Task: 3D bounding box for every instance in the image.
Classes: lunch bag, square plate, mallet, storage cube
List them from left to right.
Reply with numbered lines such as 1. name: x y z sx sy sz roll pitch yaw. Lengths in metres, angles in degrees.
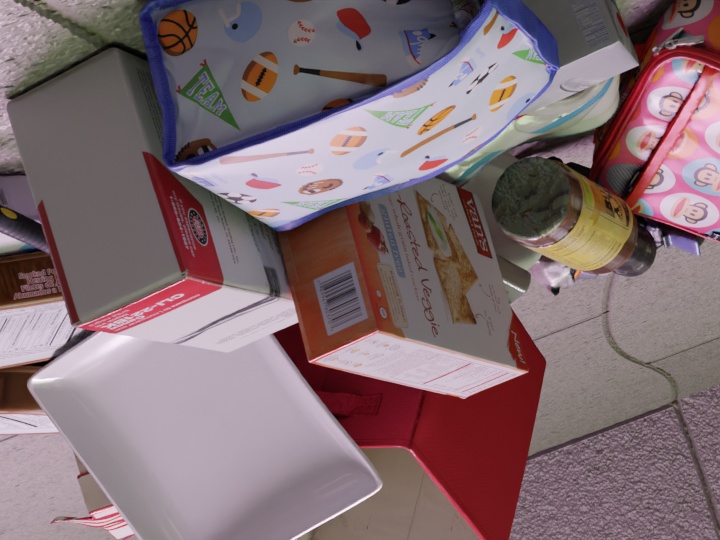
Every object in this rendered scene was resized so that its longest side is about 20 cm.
1. mallet: -0.224 -0.029 1.180 0.041 0.066 0.200 -28 153 14
2. square plate: -0.107 0.107 1.376 0.200 0.198 0.028 -34 -177 31
3. lunch bag: 0.002 -0.115 1.125 0.199 0.124 0.170 -16 167 16
4. storage cube: 0.017 0.099 1.477 0.171 0.180 0.200 -3 144 29
5. lunch bag: 0.249 -0.111 1.450 0.176 0.082 0.200 19 147 -2

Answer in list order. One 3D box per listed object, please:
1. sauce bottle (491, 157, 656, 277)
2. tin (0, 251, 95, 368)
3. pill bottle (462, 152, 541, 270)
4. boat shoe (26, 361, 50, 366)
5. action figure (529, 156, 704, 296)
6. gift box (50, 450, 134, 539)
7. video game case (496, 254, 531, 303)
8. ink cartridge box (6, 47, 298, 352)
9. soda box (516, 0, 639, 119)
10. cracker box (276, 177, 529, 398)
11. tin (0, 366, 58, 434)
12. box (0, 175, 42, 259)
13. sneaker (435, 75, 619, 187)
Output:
1. sauce bottle: 0.161 -0.033 1.448 0.065 0.065 0.200 -25 160 21
2. tin: -0.223 0.028 1.354 0.200 0.042 0.112 -10 161 -29
3. pill bottle: 0.057 -0.012 1.602 0.112 0.113 0.200 -11 163 -33
4. boat shoe: -0.209 0.043 1.540 0.199 0.069 0.074 7 165 -15
5. action figure: 0.219 -0.034 1.618 0.193 0.200 0.105 -29 128 -28
6. gift box: -0.173 0.132 1.678 0.200 0.187 0.185 -21 166 0
7. video game case: 0.000 0.000 1.520 0.200 0.022 0.182 28 147 -16
8. ink cartridge box: -0.111 -0.036 1.213 0.084 0.145 0.200 -24 165 19
9. soda box: 0.074 -0.127 1.293 0.200 0.064 0.068 -23 166 14
10. cracker box: 0.026 0.001 1.290 0.058 0.134 0.200 -25 159 25
11. tin: -0.289 0.102 1.545 0.199 0.042 0.112 -3 170 21
12. box: -0.269 -0.006 1.333 0.144 0.036 0.200 -5 161 -45
13. sneaker: 0.082 -0.112 1.365 0.200 0.077 0.081 -25 157 -4
